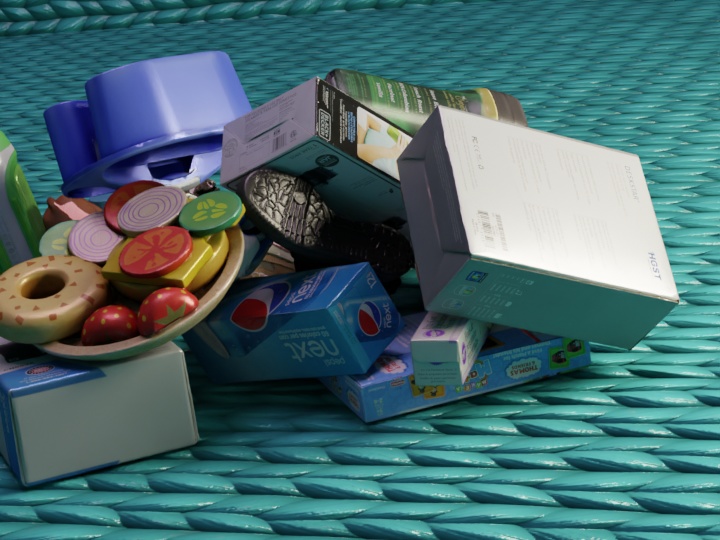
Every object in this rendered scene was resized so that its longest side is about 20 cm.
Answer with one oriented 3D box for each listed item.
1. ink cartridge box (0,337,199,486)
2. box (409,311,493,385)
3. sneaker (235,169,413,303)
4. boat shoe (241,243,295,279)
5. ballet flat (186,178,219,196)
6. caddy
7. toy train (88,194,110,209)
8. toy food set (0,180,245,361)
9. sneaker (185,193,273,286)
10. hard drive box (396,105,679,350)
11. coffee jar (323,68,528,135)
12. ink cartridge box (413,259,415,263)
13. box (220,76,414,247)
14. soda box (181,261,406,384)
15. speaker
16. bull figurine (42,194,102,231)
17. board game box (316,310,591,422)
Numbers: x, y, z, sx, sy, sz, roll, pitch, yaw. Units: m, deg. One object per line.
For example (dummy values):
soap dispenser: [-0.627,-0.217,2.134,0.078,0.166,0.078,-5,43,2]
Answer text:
ink cartridge box: [-0.234,0.093,1.513,0.145,0.084,0.200,-14,17,-19]
box: [0.082,0.040,1.499,0.041,0.039,0.200,-2,17,16]
sneaker: [-0.036,-0.016,1.555,0.199,0.060,0.104,24,-28,-25]
boat shoe: [-0.117,0.006,1.811,0.199,0.076,0.072,15,-18,19]
ballet flat: [-0.122,-0.055,1.910,0.067,0.047,0.200,7,-8,35]
caddy: [-0.178,-0.115,1.606,0.200,0.105,0.141,-16,-8,-46]
toy train: [-0.255,-0.042,1.936,0.084,0.116,0.200,-9,16,-6]
toy food set: [-0.188,-0.003,1.476,0.199,0.049,0.198,4,42,31]
sneaker: [-0.131,-0.034,1.623,0.146,0.081,0.200,-14,18,8]
hard drive box: [0.142,-0.033,1.484,0.199,0.077,0.156,12,49,-26]
coffee jar: [0.057,-0.130,1.774,0.199,0.104,0.085,5,41,-17]
ink cartridge box: [0.117,-0.036,1.684,0.146,0.085,0.200,31,-11,-38]
box: [-0.010,-0.079,1.570,0.116,0.060,0.200,-25,-38,37]
soda box: [-0.061,0.046,1.533,0.200,0.068,0.064,-8,31,47]
speaker: [-0.338,-0.030,1.758,0.088,0.201,0.088,-19,16,6]
bull figurine: [-0.223,0.006,1.738,0.065,0.200,0.121,-39,-20,-5]
board game box: [0.071,0.068,1.546,0.199,0.037,0.151,-12,16,-16]
